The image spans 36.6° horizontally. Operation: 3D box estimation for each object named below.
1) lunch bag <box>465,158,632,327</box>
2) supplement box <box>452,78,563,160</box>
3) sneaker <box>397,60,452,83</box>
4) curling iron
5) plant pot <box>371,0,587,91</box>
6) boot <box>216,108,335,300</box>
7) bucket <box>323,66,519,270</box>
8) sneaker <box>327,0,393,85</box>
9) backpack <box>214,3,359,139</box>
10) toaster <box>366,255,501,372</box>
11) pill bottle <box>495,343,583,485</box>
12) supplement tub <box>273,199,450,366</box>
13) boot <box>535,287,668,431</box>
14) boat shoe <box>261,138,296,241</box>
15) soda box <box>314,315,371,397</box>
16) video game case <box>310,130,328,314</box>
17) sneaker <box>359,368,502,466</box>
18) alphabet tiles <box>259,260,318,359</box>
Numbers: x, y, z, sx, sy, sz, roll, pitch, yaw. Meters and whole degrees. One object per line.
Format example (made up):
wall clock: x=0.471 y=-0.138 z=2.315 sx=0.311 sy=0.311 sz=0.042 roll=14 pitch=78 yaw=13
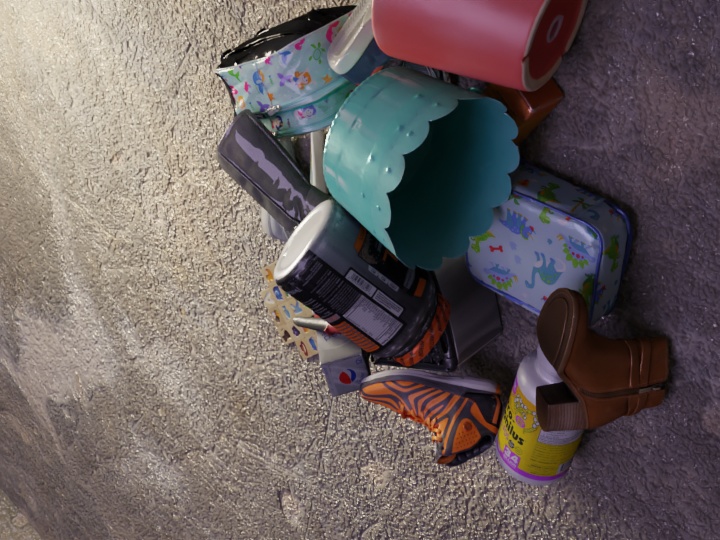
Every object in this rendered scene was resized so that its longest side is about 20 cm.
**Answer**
lunch bag: x=0.218 y=-0.028 z=1.292 sx=0.198 sy=0.082 sz=0.163 roll=28 pitch=131 yaw=36
supplement box: x=0.154 y=-0.165 z=1.298 sx=0.069 sy=0.066 sz=0.200 roll=53 pitch=141 yaw=12
sneaker: x=0.050 y=-0.207 z=1.388 sx=0.081 sy=0.074 sz=0.201 roll=51 pitch=141 yaw=14
curling iron: x=-0.032 y=0.086 z=1.474 sx=0.198 sy=0.025 sz=0.050 roll=12 pitch=118 yaw=48
plant pot: x=0.136 y=-0.291 z=1.158 sx=0.176 sy=0.200 sz=0.203 roll=29 pitch=133 yaw=21
boot: x=-0.112 y=-0.082 z=1.405 sx=0.199 sy=0.073 sz=0.183 roll=36 pitch=125 yaw=8
bucket: x=0.065 y=-0.120 z=1.216 sx=0.134 sy=0.205 sz=0.210 roll=37 pitch=137 yaw=38
sneaker: x=0.047 y=-0.307 z=1.305 sx=0.201 sy=0.084 sz=0.075 roll=-51 pitch=32 yaw=11
backpack: x=-0.069 y=-0.261 z=1.412 sx=0.198 sy=0.177 sz=0.152 roll=-16 pitch=107 yaw=48
toaster: x=0.083 y=0.031 z=1.458 sx=0.198 sy=0.118 sz=0.184 roll=0 pitch=112 yaw=50
pill bottle: x=0.238 y=0.169 z=1.371 sx=0.104 sy=0.104 sz=0.202 roll=36 pitch=135 yaw=29
supplement tub: x=0.005 y=0.019 z=1.300 sx=0.199 sy=0.124 sz=0.122 roll=37 pitch=146 yaw=-17
boot: x=0.282 y=0.096 z=1.232 sx=0.077 sy=0.152 sz=0.203 roll=-116 pitch=19 yaw=-59
boat shoe: x=-0.110 y=-0.130 z=1.640 sx=0.071 sy=0.070 sz=0.203 roll=23 pitch=133 yaw=26
soda box: x=-0.030 y=0.084 z=1.570 sx=0.202 sy=0.062 sz=0.069 roll=-100 pitch=-6 yaw=-51
video game case: x=-0.060 y=-0.070 z=1.545 sx=0.201 sy=0.022 sz=0.185 roll=-96 pitch=7 yaw=-55
sneaker: x=0.089 y=0.198 z=1.449 sx=0.196 sy=0.114 sz=0.078 roll=2 pitch=158 yaw=16
alphabet tiles: x=-0.095 y=0.057 z=1.778 sx=0.199 sy=0.006 sz=0.169 roll=-24 pitch=93 yaw=53
